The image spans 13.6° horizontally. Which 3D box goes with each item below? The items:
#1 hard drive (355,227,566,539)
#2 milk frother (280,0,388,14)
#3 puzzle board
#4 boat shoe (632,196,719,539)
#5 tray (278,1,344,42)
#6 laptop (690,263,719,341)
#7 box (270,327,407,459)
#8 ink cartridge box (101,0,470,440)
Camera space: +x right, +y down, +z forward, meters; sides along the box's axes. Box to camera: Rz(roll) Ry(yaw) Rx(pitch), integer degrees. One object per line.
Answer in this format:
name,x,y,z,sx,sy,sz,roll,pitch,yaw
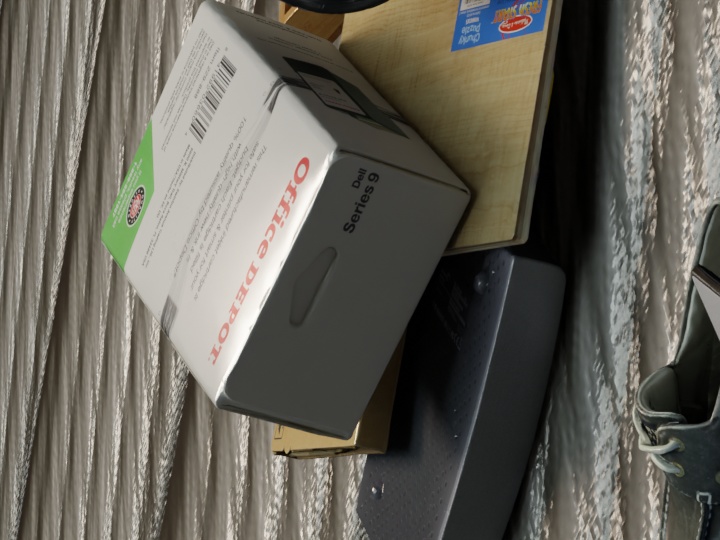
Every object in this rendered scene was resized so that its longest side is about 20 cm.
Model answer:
hard drive,0.050,0.062,1.514,0.135,0.042,0.201,-121,42,-62
milk frother,0.044,-0.225,1.508,0.188,0.199,0.182,-56,-27,-73
puzzle board,0.038,-0.078,1.504,0.200,0.017,0.152,-8,69,58
boat shoe,0.140,0.054,1.192,0.072,0.070,0.201,-123,42,-63
tray,-0.004,-0.234,1.723,0.099,0.037,0.201,-45,33,44
laptop,0.145,0.133,1.070,0.201,0.115,0.187,63,173,-23
box,0.000,0.000,1.605,0.163,0.021,0.201,166,117,-72
ink cartridge box,-0.042,-0.027,1.514,0.147,0.084,0.200,-64,30,16
